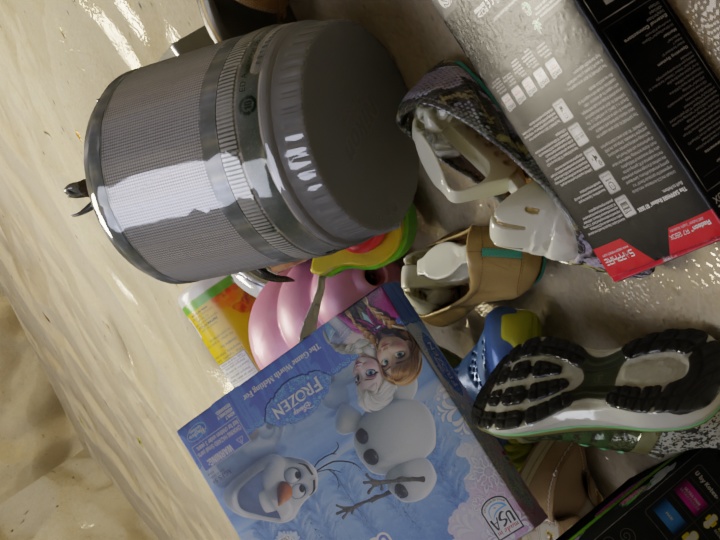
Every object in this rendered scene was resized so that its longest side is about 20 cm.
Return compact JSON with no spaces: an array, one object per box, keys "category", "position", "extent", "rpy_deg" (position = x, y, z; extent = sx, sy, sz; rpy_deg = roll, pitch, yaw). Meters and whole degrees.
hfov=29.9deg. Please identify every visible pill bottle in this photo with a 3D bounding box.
[{"category":"pill bottle","position":[-0.088,0.081,1.376],"extent":[0.200,0.111,0.111],"rpy_deg":[56,160,0]}]

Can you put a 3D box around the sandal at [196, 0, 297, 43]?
[{"category":"sandal","position":[-0.083,-0.225,0.981],"extent":[0.054,0.080,0.201],"rpy_deg":[0,120,41]}]

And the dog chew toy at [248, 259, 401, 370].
[{"category":"dog chew toy","position":[-0.022,0.037,1.160],"extent":[0.125,0.124,0.200],"rpy_deg":[54,151,6]}]

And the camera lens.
[{"category":"camera lens","position":[-0.080,-0.081,0.943],"extent":[0.199,0.160,0.160],"rpy_deg":[-11,116,33]}]

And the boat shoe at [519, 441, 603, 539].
[{"category":"boat shoe","position":[0.162,0.190,1.042],"extent":[0.069,0.074,0.200],"rpy_deg":[28,147,27]}]

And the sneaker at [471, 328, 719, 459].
[{"category":"sneaker","position":[0.155,0.094,0.851],"extent":[0.200,0.077,0.089],"rpy_deg":[-6,134,47]}]

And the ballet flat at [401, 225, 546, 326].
[{"category":"ballet flat","position":[0.063,-0.002,0.967],"extent":[0.200,0.063,0.069],"rpy_deg":[149,122,-67]}]

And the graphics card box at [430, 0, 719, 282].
[{"category":"graphics card box","position":[0.123,-0.098,0.711],"extent":[0.200,0.051,0.125],"rpy_deg":[56,160,0]}]

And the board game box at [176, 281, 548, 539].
[{"category":"board game box","position":[-0.003,0.145,0.969],"extent":[0.199,0.200,0.043],"rpy_deg":[57,-161,9]}]

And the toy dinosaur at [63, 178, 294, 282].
[{"category":"toy dinosaur","position":[-0.137,-0.054,1.104],"extent":[0.200,0.077,0.102],"rpy_deg":[26,159,-10]}]

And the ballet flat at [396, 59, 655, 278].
[{"category":"ballet flat","position":[0.092,-0.050,0.829],"extent":[0.200,0.072,0.072],"rpy_deg":[45,157,28]}]

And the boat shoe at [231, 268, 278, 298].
[{"category":"boat shoe","position":[-0.110,-0.039,1.308],"extent":[0.200,0.072,0.062],"rpy_deg":[43,151,36]}]

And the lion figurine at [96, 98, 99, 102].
[{"category":"lion figurine","position":[-0.148,-0.090,1.197],"extent":[0.072,0.200,0.123],"rpy_deg":[19,104,52]}]

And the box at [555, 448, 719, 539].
[{"category":"box","position":[0.170,0.225,0.872],"extent":[0.124,0.200,0.149],"rpy_deg":[52,159,9]}]

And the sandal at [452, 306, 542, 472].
[{"category":"sandal","position":[0.090,0.096,1.001],"extent":[0.087,0.080,0.200],"rpy_deg":[8,143,5]}]

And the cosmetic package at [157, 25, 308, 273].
[{"category":"cosmetic package","position":[-0.077,-0.107,1.103],"extent":[0.200,0.087,0.103],"rpy_deg":[58,161,-4]}]

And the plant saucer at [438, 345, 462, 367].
[{"category":"plant saucer","position":[0.035,0.152,1.069],"extent":[0.200,0.200,0.031],"rpy_deg":[54,149,6]}]

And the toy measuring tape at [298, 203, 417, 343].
[{"category":"toy measuring tape","position":[0.000,0.000,1.036],"extent":[0.074,0.073,0.201],"rpy_deg":[29,111,51]}]
